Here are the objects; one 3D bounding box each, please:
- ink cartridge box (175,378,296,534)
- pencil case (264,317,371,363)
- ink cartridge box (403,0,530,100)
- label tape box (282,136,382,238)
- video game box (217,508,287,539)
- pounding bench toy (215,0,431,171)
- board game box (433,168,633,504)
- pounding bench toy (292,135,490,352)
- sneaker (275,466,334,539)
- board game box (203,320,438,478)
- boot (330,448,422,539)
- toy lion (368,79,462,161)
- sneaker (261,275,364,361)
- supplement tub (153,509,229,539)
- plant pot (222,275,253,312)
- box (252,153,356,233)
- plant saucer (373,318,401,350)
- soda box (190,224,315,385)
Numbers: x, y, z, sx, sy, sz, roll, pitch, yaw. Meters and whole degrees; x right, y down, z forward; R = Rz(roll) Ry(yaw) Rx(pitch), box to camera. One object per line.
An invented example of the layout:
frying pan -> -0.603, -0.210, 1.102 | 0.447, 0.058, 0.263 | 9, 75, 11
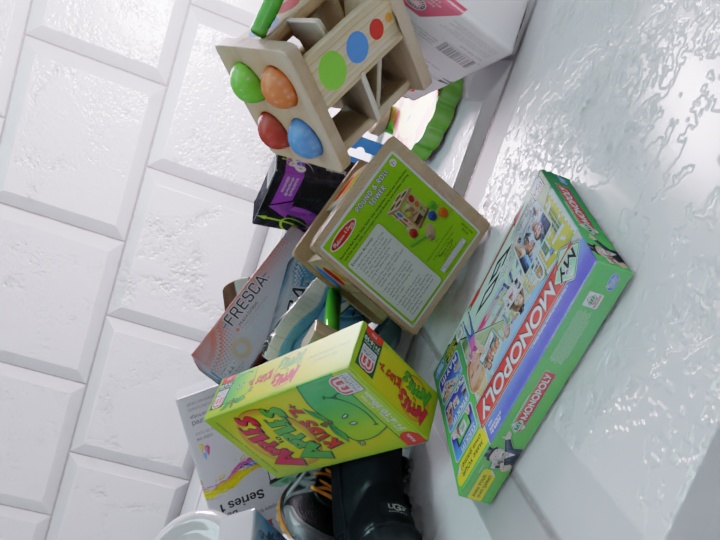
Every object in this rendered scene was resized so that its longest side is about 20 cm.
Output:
ink cartridge box -> -0.135, 0.228, 0.922 | 0.084, 0.141, 0.205 | 180, 73, -76
pencil case -> -0.045, 0.084, 0.873 | 0.201, 0.081, 0.088 | -50, -29, -31
ink cartridge box -> 0.064, -0.273, 0.788 | 0.199, 0.144, 0.087 | -7, 58, 62
label tape box -> -0.018, -0.083, 0.985 | 0.066, 0.140, 0.205 | -155, 82, -78
video game box -> -0.074, 0.350, 0.653 | 0.203, 0.046, 0.184 | -90, -23, -47
pounding bench toy -> -0.054, -0.220, 0.688 | 0.156, 0.202, 0.123 | -45, 40, -21
board game box -> 0.113, 0.046, 0.534 | 0.136, 0.028, 0.203 | -95, 25, -60
pounding bench toy -> 0.000, 0.000, 0.720 | 0.202, 0.123, 0.156 | -54, 10, -9
sneaker -> -0.034, 0.224, 0.790 | 0.078, 0.077, 0.201 | -57, 6, 20
board game box -> -0.039, 0.121, 0.647 | 0.198, 0.101, 0.048 | -26, 31, 40
boot -> -0.002, 0.247, 0.670 | 0.169, 0.075, 0.204 | -97, 26, -63
toy lion -> 0.084, -0.242, 0.956 | 0.191, 0.067, 0.205 | -160, 86, -70
sneaker -> -0.023, 0.046, 0.816 | 0.201, 0.089, 0.079 | -51, 1, -32
supplement tub -> -0.135, 0.349, 0.782 | 0.201, 0.128, 0.135 | 59, -147, -50
plant pot -> -0.137, 0.132, 1.216 | 0.187, 0.182, 0.206 | 136, 134, -64
box -> -0.020, -0.079, 0.871 | 0.143, 0.195, 0.037 | 132, 143, -62
plant saucer -> -0.015, 0.128, 0.821 | 0.201, 0.027, 0.200 | -50, -1, -2
soda box -> -0.112, 0.049, 0.876 | 0.202, 0.068, 0.064 | -54, -12, -19
